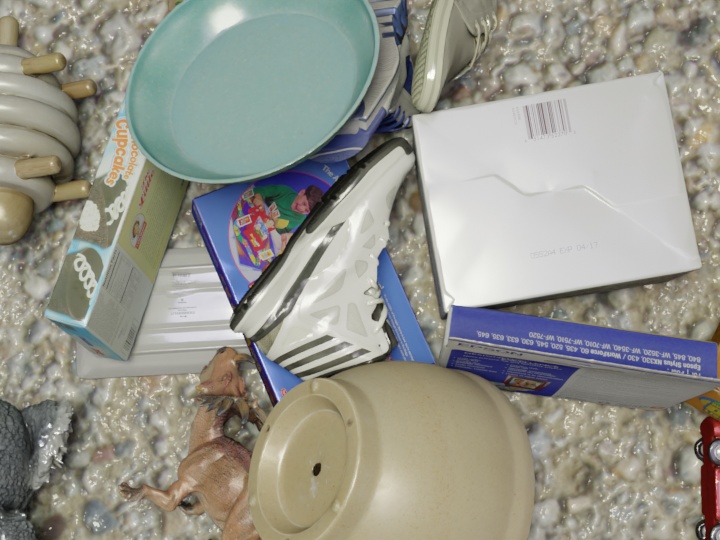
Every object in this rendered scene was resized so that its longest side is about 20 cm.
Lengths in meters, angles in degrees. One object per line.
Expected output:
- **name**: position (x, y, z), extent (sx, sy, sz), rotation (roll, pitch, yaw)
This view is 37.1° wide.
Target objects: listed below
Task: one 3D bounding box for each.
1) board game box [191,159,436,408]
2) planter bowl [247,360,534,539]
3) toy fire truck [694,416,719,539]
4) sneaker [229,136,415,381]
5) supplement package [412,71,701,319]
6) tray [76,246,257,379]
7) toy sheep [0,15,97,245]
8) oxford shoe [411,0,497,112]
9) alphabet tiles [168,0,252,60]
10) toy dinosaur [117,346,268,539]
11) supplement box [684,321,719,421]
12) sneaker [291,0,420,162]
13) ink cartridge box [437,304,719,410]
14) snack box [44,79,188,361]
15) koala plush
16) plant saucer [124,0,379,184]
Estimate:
- **board game box**: position (-0.040, 0.013, 0.885), extent (0.133, 0.045, 0.202), rotation (-22, 84, -13)
- **planter bowl**: position (0.006, 0.151, 0.762), extent (0.134, 0.199, 0.203), rotation (25, 84, -38)
- **toy fire truck**: position (0.343, 0.219, 0.858), extent (0.139, 0.049, 0.203), rotation (1, 83, 2)
- **sneaker**: position (0.000, 0.000, 0.843), extent (0.115, 0.076, 0.201), rotation (40, 83, -10)
- **supplement package**: position (0.149, -0.056, 0.866), extent (0.197, 0.111, 0.158), rotation (-9, 84, 1)
- **tray**: position (-0.149, 0.033, 0.916), extent (0.197, 0.022, 0.109), rotation (-3, 83, 2)
- **toy sheep**: position (-0.291, -0.117, 0.888), extent (0.136, 0.138, 0.203), rotation (-2, 69, 2)
- **oxford shoe**: position (0.080, -0.194, 0.865), extent (0.057, 0.076, 0.201), rotation (21, 43, -2)
- **alphabet tiles**: position (-0.065, -0.246, 0.898), extent (0.197, 0.008, 0.169), rotation (-12, 48, 4)
- **toy dinosaur**: position (-0.094, 0.170, 0.852), extent (0.135, 0.086, 0.201), rotation (-42, 81, 11)
- **supplement box**: position (0.329, 0.028, 0.850), extent (0.066, 0.069, 0.201), rotation (30, 71, 10)
- **sneaker**: position (0.011, -0.143, 0.871), extent (0.079, 0.116, 0.201), rotation (-1, 46, 18)
- **ink cartridge box**: position (0.158, 0.064, 0.807), extent (0.195, 0.200, 0.048), rotation (9, 75, 3)
- **snack box**: position (-0.185, -0.038, 0.861), extent (0.037, 0.116, 0.203), rotation (14, 74, 8)
- **koala plush**: position (-0.304, 0.192, 0.842), extent (0.175, 0.184, 0.203), rotation (5, 72, 3)
- **plant saucer**: position (-0.077, -0.140, 0.792), extent (0.197, 0.036, 0.202), rotation (-8, 58, 14)
